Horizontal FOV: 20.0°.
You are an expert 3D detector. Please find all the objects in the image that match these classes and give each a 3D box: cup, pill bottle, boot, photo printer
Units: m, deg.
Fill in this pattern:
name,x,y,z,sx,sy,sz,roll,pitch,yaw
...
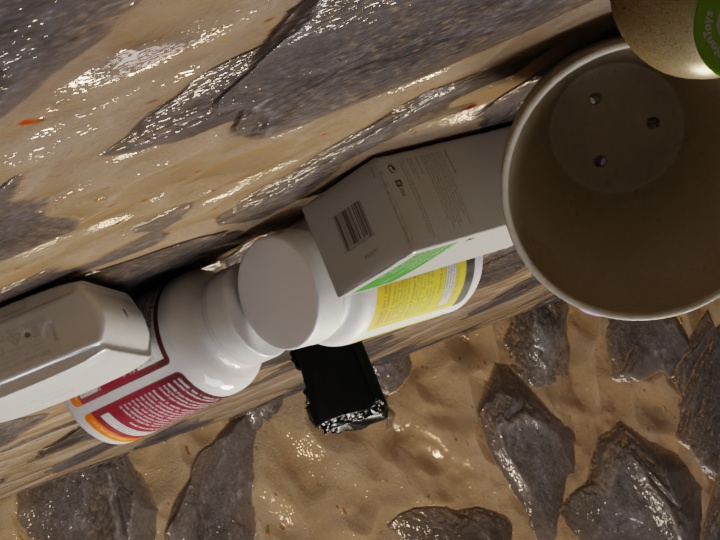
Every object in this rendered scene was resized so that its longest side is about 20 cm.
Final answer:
name,x,y,z,sx,sy,sz,roll,pitch,yaw
cup,0.192,-0.083,1.451,0.200,0.201,0.143,-22,-161,6
pill bottle,-0.158,0.068,1.756,0.200,0.113,0.113,-25,173,34
boot,-0.019,0.080,2.081,0.076,0.169,0.200,-24,174,23
photo printer,-0.257,0.069,1.621,0.166,0.070,0.200,-22,174,4
pill bottle,0.000,0.000,1.717,0.200,0.115,0.114,-15,171,-46

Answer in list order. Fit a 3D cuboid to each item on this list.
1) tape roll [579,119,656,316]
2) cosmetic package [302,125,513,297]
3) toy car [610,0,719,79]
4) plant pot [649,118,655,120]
name,x,y,z,sx,sy,sz,roll,pitch,yaw
tape roll,0.253,-0.046,1.726,0.199,0.066,0.200,-20,151,-12
cosmetic package,0.067,-0.053,1.633,0.199,0.085,0.108,-15,169,-40
toy car,0.184,-0.162,1.050,0.164,0.159,0.199,1,-175,-45
plant pot,0.279,-0.071,1.893,0.199,0.188,0.187,-4,167,-23
